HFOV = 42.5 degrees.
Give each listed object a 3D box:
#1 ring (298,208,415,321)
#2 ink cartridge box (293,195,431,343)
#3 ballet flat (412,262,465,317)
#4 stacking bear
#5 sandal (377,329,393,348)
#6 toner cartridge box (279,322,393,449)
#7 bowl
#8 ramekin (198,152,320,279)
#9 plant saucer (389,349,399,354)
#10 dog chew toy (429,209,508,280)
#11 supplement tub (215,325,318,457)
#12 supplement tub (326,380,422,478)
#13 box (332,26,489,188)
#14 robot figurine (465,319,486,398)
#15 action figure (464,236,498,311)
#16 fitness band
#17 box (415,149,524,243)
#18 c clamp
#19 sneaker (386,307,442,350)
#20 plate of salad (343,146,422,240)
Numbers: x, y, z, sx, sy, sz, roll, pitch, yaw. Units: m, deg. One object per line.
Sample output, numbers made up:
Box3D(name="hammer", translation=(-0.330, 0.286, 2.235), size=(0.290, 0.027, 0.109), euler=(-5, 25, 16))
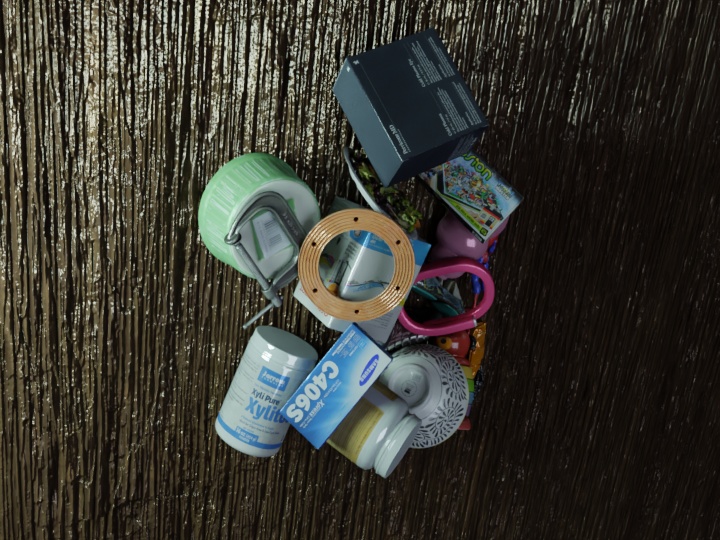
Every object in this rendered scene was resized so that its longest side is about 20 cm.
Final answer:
Box3D(name="ring", translation=(-0.006, -0.009, 1.544), size=(0.195, 0.019, 0.205), euler=(-1, 115, -1))
Box3D(name="ink cartridge box", translation=(0.000, 0.000, 1.668), size=(0.143, 0.147, 0.203), euler=(17, 103, -37))
Box3D(name="ballet flat", translation=(0.161, 0.039, 1.858), size=(0.075, 0.074, 0.199), euler=(-53, 134, 0))
Box3D(name="stacking bear", translation=(0.176, 0.210, 1.855), size=(0.113, 0.119, 0.205), euler=(16, 78, -56))
Box3D(name="sandal", translation=(0.052, 0.054, 1.736), size=(0.042, 0.075, 0.205), euler=(17, 77, -35))
Box3D(name="toner cartridge box", translation=(-0.041, 0.197, 1.590), size=(0.201, 0.095, 0.043), euler=(-51, 173, 4))
Box3D(name="bowl", translation=(0.103, 0.231, 1.764), size=(0.202, 0.200, 0.094), euler=(-51, 158, -2))
Box3D(name="ramekin", translation=(-0.162, -0.084, 1.544), size=(0.197, 0.097, 0.204), euler=(-16, 121, -28))
Box3D(name="plant saucer", translation=(0.080, 0.259, 1.898), size=(0.196, 0.050, 0.205), euler=(-3, 97, -25))
Box3D(name="dog chew toy", translation=(0.202, -0.075, 1.787), size=(0.123, 0.124, 0.202), euler=(28, 96, -40))
Box3D(name="supplement tub", translation=(-0.170, 0.218, 1.670), size=(0.130, 0.132, 0.203), euler=(15, 104, -38))
Box3D(name="supplement tub", translation=(-0.001, 0.264, 1.674), size=(0.145, 0.198, 0.145), euler=(-51, 165, -20))
Box3D(name="box", translation=(0.081, -0.273, 1.548), size=(0.179, 0.203, 0.104), euler=(-23, 168, -23))
Box3D(name="robot figurine", translation=(0.208, 0.202, 1.975), size=(0.142, 0.058, 0.204), euler=(-7, 116, -32))
Box3D(name="action figure", translation=(0.245, -0.017, 1.898), size=(0.064, 0.051, 0.205), euler=(-5, 111, -39))
Box3D(name="fitness band", translation=(0.159, 0.051, 1.765), size=(0.195, 0.038, 0.146), euler=(-13, 118, 2))
Box3D(name="box", translation=(0.193, -0.160, 1.710), size=(0.110, 0.200, 0.035), euler=(-45, 173, -6))
Box3D(name="c clamp", translation=(-0.156, -0.022, 1.496), size=(0.170, 0.027, 0.202), euler=(-37, 129, -15))
Box3D(name="sneaker", translation=(0.074, 0.087, 1.814), size=(0.197, 0.075, 0.118), euler=(-22, 121, -24))
Box3D(name="plate of salad", translation=(0.043, -0.139, 1.597), size=(0.048, 0.202, 0.199), euler=(-37, 133, 16))
